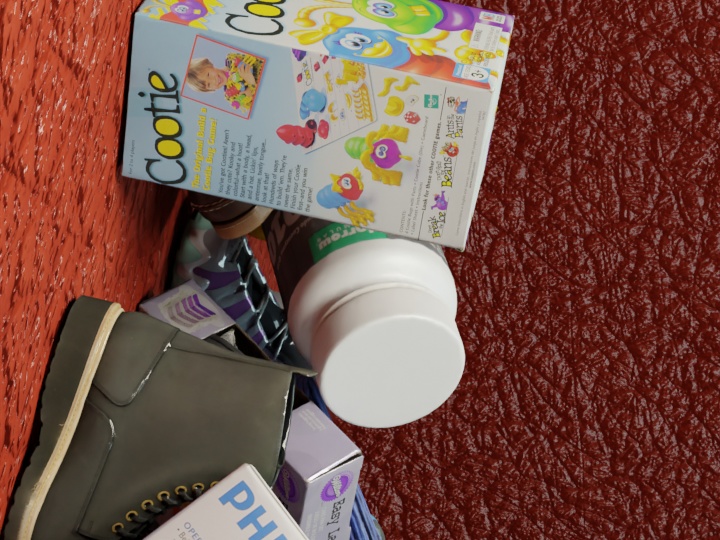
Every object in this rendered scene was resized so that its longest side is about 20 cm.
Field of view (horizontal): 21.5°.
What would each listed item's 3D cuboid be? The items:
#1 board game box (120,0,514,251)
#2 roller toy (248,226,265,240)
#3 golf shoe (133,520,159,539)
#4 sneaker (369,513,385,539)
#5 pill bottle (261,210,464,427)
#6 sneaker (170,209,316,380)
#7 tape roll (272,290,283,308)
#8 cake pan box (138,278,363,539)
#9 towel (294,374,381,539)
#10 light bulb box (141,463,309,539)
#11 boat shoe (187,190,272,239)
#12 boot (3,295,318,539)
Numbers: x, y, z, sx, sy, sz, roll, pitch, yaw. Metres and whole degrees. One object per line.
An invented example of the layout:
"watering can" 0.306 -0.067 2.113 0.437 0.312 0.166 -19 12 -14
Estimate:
"board game box" -0.023 -0.099 1.071 0.103 0.198 0.106 -71 172 -57
"roller toy" -0.004 -0.110 1.458 0.140 0.181 0.202 1 102 -87
"golf shoe" -0.121 0.200 1.466 0.200 0.094 0.079 82 23 -75
"sneaker" -0.047 0.257 1.338 0.201 0.073 0.082 -59 178 12
"pill bottle" 0.000 0.000 1.242 0.201 0.112 0.114 -109 -157 -48
"sneaker" -0.065 0.033 1.353 0.078 0.138 0.201 -72 174 -48
"tape roll" -0.103 0.114 1.644 0.200 0.065 0.202 13 90 -86
"cake pan box" -0.081 0.130 1.248 0.052 0.184 0.201 -27 146 -33
"towel" -0.066 0.137 1.291 0.199 0.024 0.146 -6 -72 55
"light bulb box" -0.096 0.224 0.969 0.199 0.125 0.198 -36 165 -13
"boat shoe" -0.077 -0.107 1.261 0.071 0.070 0.201 53 24 -28
"boot" -0.111 0.127 1.014 0.077 0.137 0.202 -8 112 -86
